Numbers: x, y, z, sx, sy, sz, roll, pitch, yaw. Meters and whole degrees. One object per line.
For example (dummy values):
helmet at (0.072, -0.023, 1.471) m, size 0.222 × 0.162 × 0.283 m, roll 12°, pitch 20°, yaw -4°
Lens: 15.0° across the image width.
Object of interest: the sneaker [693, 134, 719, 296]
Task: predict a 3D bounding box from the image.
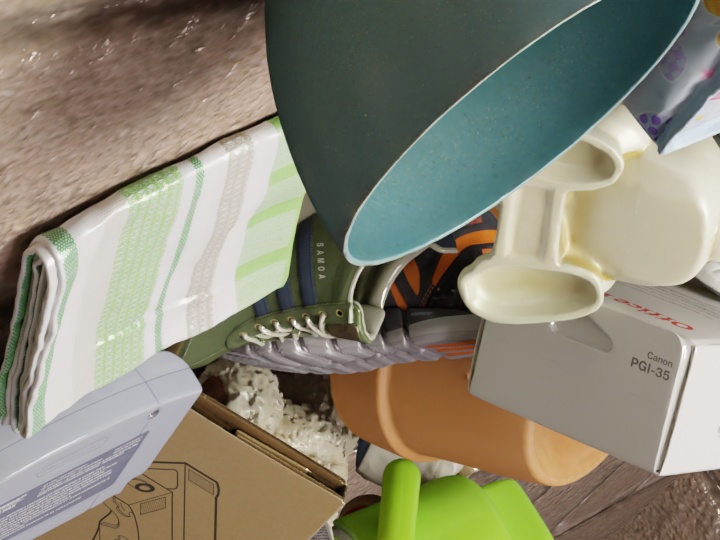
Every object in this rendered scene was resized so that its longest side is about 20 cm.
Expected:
sneaker at (0.192, -0.058, 1.638) m, size 0.085 × 0.200 × 0.074 m, roll -59°, pitch 155°, yaw 15°

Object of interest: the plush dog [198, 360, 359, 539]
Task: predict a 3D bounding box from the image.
plush dog at (-0.050, 0.118, 1.817) m, size 0.200 × 0.160 × 0.172 m, roll -51°, pitch -173°, yaw 50°

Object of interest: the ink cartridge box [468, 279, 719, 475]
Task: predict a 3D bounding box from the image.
ink cartridge box at (0.179, 0.053, 1.598) m, size 0.199 × 0.146 × 0.083 m, roll -1°, pitch 108°, yaw -51°

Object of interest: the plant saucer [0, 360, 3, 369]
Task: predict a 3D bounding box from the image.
plant saucer at (-0.238, 0.111, 1.509) m, size 0.200 × 0.030 × 0.200 m, roll -36°, pitch 167°, yaw -9°

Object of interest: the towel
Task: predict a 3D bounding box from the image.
towel at (-0.100, -0.001, 1.433) m, size 0.199 × 0.031 × 0.150 m, roll -29°, pitch 153°, yaw -35°

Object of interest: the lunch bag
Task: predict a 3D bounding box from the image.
lunch bag at (0.180, -0.168, 1.354) m, size 0.200 × 0.170 × 0.127 m, roll -26°, pitch 161°, yaw -41°

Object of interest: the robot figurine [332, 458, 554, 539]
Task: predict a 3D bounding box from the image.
robot figurine at (0.033, 0.214, 1.883) m, size 0.199 × 0.116 × 0.176 m, roll -20°, pitch 147°, yaw -18°

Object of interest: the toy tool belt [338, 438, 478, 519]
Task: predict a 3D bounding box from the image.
toy tool belt at (0.038, 0.106, 1.981) m, size 0.123 × 0.124 × 0.201 m, roll -83°, pitch -164°, yaw -70°

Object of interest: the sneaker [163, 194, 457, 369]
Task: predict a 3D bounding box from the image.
sneaker at (-0.029, 0.012, 1.582) m, size 0.200 × 0.090 × 0.067 m, roll -41°, pitch 167°, yaw 15°

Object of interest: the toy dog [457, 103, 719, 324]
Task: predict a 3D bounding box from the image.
toy dog at (0.140, -0.088, 1.527) m, size 0.193 × 0.201 × 0.140 m, roll -1°, pitch 129°, yaw 8°

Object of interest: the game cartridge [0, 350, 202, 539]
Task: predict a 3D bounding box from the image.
game cartridge at (-0.184, 0.113, 1.521) m, size 0.199 × 0.041 × 0.133 m, roll -26°, pitch 166°, yaw -40°

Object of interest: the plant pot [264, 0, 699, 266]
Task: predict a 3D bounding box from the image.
plant pot at (0.034, -0.118, 1.222) m, size 0.200 × 0.135 × 0.200 m, roll -35°, pitch 167°, yaw -10°

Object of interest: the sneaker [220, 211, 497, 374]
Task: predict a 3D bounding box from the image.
sneaker at (0.000, 0.000, 1.652) m, size 0.199 × 0.113 × 0.078 m, roll -6°, pitch 166°, yaw 22°

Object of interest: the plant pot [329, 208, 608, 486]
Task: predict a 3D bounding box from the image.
plant pot at (0.097, 0.047, 1.741) m, size 0.200 × 0.140 × 0.201 m, roll -33°, pitch 137°, yaw -38°

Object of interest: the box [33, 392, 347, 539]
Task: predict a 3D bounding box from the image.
box at (-0.127, 0.150, 1.677) m, size 0.200 × 0.163 × 0.021 m, roll -48°, pitch -163°, yaw 37°
